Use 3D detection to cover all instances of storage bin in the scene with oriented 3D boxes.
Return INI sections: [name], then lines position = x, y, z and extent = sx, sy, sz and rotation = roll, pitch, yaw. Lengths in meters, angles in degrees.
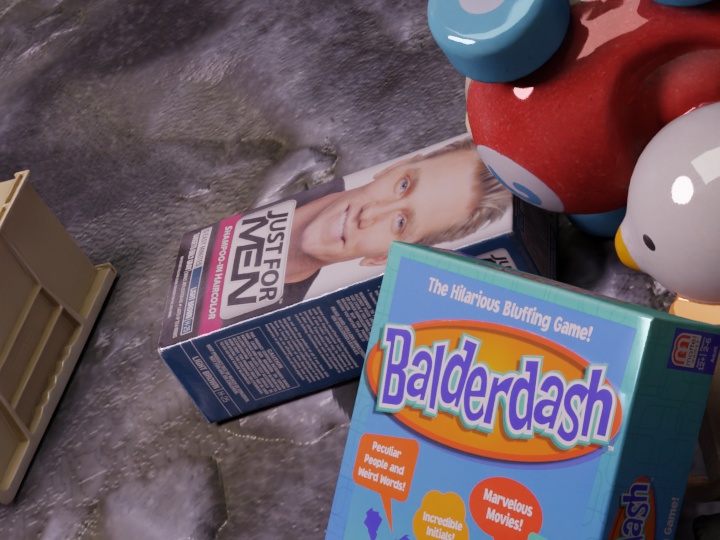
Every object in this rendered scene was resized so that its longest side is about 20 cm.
[storage bin]
position = -0.273, 0.056, 1.228
extent = 0.200, 0.094, 0.199
rotation = -11, 39, 28

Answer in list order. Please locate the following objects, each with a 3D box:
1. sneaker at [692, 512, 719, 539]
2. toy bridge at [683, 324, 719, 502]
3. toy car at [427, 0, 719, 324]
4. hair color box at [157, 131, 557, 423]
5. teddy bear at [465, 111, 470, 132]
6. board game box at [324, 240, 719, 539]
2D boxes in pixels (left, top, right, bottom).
[sneaker]
position = 0.193, 0.135, 0.766
extent = 0.091, 0.076, 0.200
rotation = -26, 35, -2
[toy bridge]
position = 0.143, 0.054, 0.835
extent = 0.027, 0.200, 0.067
rotation = -4, 61, -13
[toy car]
position = 0.144, -0.042, 0.965
extent = 0.177, 0.184, 0.200
rotation = -22, 54, 16
[hair color box]
position = 0.000, 0.000, 1.106
extent = 0.200, 0.061, 0.100
rotation = -19, 36, 19
[teddy bear]
position = 0.141, -0.118, 1.152
extent = 0.200, 0.067, 0.145
rotation = -31, 23, 14
[board game box]
position = 0.052, 0.100, 0.844
extent = 0.152, 0.045, 0.200
rotation = 16, 95, 50
